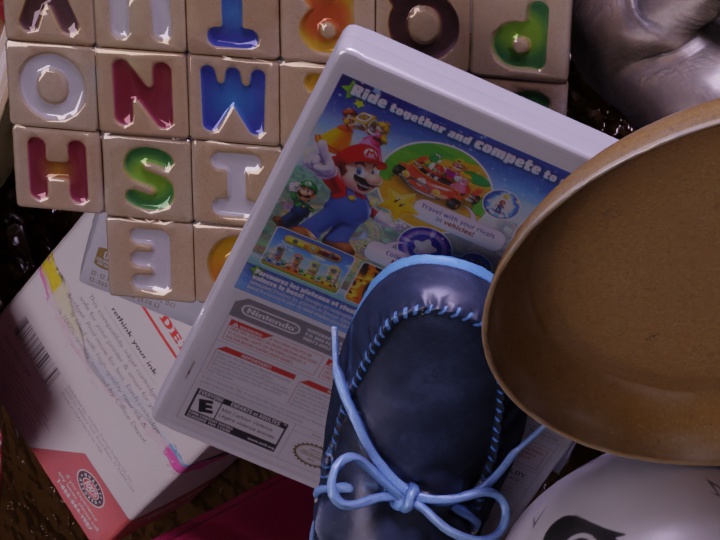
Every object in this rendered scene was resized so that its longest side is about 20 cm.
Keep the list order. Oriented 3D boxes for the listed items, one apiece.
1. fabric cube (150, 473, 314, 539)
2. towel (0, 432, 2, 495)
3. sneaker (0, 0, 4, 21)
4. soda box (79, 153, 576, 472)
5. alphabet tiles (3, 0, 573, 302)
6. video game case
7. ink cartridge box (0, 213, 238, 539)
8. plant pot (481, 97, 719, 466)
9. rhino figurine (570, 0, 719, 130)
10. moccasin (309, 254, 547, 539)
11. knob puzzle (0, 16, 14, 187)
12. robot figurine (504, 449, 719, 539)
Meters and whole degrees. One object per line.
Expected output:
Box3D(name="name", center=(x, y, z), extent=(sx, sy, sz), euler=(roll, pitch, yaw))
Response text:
Box3D(name="fabric cube", center=(-0.039, 0.215, 1.026), extent=(0.196, 0.199, 0.200), euler=(53, 136, 14))
Box3D(name="towel", center=(-0.205, 0.010, 1.153), extent=(0.145, 0.022, 0.200), euler=(113, 140, -70))
Box3D(name="sneaker", center=(-0.204, -0.142, 1.087), extent=(0.078, 0.115, 0.200), euler=(27, 125, 34))
Box3D(name="soda box", center=(0.000, 0.000, 0.922), extent=(0.200, 0.068, 0.064), euler=(21, 128, 0))
Box3D(name="alphabet tiles", center=(-0.027, -0.059, 0.849), extent=(0.200, 0.008, 0.167), euler=(5, 119, 9))
Box3D(name="video game case", center=(0.023, 0.015, 0.861), extent=(0.143, 0.018, 0.200), euler=(23, 133, -7))
Box3D(name="ink cartridge box", center=(-0.084, 0.027, 1.082), extent=(0.117, 0.067, 0.200), euler=(56, 138, 9))
Box3D(name="plant pot", center=(0.137, 0.000, 0.789), extent=(0.200, 0.200, 0.028), euler=(-52, 35, 44))
Box3D(name="rhino figurine", center=(0.112, -0.084, 0.845), extent=(0.200, 0.060, 0.087), euler=(55, 132, 17))
Box3D(name="moccasin", center=(0.021, 0.084, 0.865), extent=(0.080, 0.068, 0.200), euler=(10, 133, 5))
Box3D(name="knob puzzle", center=(-0.135, -0.118, 0.985), extent=(0.030, 0.220, 0.220), euler=(19, 129, -5))
Box3D(name="robot figurine", center=(0.129, 0.160, 0.887), extent=(0.200, 0.150, 0.125), euler=(61, -178, 4))
